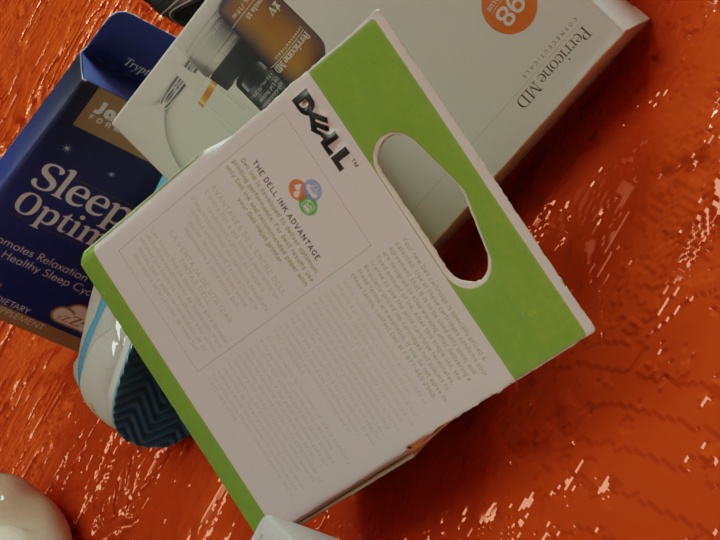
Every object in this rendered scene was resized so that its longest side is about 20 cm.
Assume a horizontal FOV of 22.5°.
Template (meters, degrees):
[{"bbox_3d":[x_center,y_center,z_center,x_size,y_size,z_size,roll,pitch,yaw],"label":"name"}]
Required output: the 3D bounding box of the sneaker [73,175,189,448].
[{"bbox_3d":[-0.097,-0.011,0.961,0.081,0.076,0.201,24,88,54],"label":"sneaker"}]

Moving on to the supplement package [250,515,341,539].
[{"bbox_3d":[0.028,0.182,0.603,0.200,0.113,0.110,31,95,58],"label":"supplement package"}]

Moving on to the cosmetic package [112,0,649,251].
[{"bbox_3d":[0.004,-0.087,0.801,0.200,0.151,0.052,-49,-5,25],"label":"cosmetic package"}]

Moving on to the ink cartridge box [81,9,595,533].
[{"bbox_3d":[0.000,0.000,0.736,0.200,0.148,0.076,-35,-3,38],"label":"ink cartridge box"}]

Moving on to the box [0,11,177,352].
[{"bbox_3d":[-0.140,-0.041,1.004,0.200,0.121,0.032,-49,34,25],"label":"box"}]

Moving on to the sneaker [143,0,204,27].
[{"bbox_3d":[-0.070,-0.226,1.026,0.080,0.086,0.201,-108,41,-77],"label":"sneaker"}]

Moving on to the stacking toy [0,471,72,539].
[{"bbox_3d":[-0.250,0.215,1.011,0.146,0.145,0.201,38,116,58],"label":"stacking toy"}]
